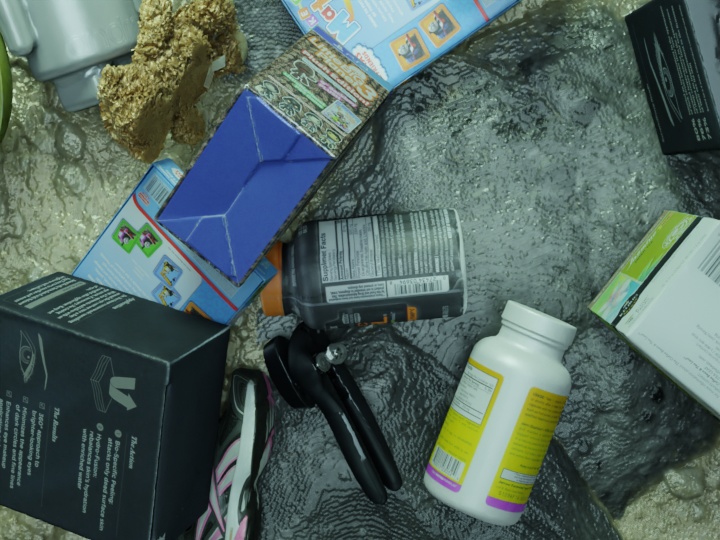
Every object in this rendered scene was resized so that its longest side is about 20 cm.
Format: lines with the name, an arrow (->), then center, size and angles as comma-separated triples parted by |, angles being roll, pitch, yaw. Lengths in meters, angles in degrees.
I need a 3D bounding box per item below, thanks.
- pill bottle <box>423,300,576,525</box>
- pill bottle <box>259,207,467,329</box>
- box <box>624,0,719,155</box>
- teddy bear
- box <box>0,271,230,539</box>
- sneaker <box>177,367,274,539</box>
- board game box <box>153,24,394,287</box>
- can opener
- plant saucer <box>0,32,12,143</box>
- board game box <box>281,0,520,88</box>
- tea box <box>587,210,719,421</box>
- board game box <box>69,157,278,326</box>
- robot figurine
pill bottle -> 0.141, 0.136, 1.162 | 0.103, 0.104, 0.202 | 21, 94, -2
pill bottle -> 0.000, 0.000, 1.149 | 0.197, 0.106, 0.108 | -5, 94, 1
box -> 0.331, -0.192, 1.091 | 0.103, 0.200, 0.150 | -18, 95, 1
teddy bear -> -0.175, -0.188, 1.110 | 0.066, 0.145, 0.202 | 19, 70, 26
box -> -0.240, 0.130, 1.104 | 0.198, 0.117, 0.199 | 16, 110, 19
sneaker -> -0.140, 0.196, 1.179 | 0.085, 0.080, 0.203 | 8, 89, 9
board game box -> -0.073, -0.107, 1.070 | 0.097, 0.200, 0.160 | 38, 118, -3
can opener -> -0.017, 0.140, 1.191 | 0.063, 0.078, 0.201 | -40, 98, -37
plant saucer -> -0.386, -0.188, 1.122 | 0.198, 0.031, 0.203 | 14, 112, 36
board game box -> 0.036, -0.270, 1.156 | 0.199, 0.037, 0.152 | -34, 94, 1
tea box -> 0.341, 0.059, 1.111 | 0.199, 0.197, 0.134 | 39, 94, -4
board game box -> -0.192, 0.018, 1.138 | 0.151, 0.037, 0.200 | 45, 116, 5
robot figurine -> -0.272, -0.255, 1.114 | 0.112, 0.169, 0.202 | -8, 107, 36
